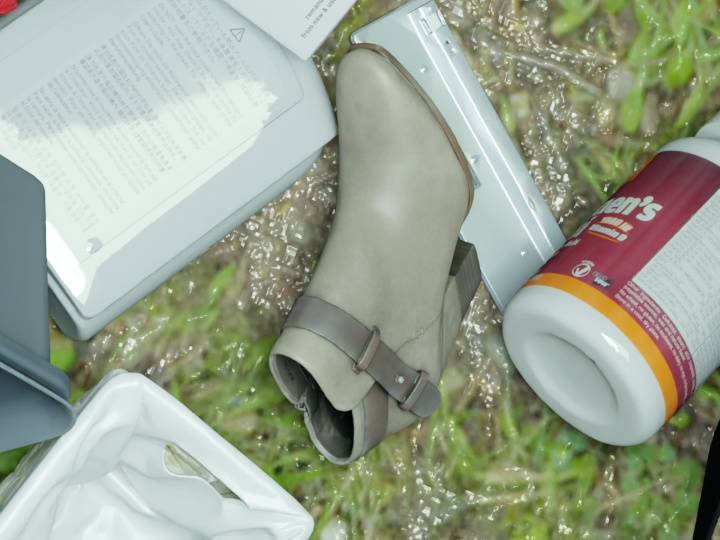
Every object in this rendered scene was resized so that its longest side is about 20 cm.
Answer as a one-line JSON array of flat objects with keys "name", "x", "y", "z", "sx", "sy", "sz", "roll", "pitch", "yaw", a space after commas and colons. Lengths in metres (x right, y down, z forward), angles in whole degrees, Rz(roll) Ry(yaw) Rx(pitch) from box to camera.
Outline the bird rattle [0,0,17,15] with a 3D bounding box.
[{"name": "bird rattle", "x": -0.270, "y": -0.166, "z": 1.342, "sx": 0.199, "sy": 0.113, "sz": 0.163, "roll": 6, "pitch": 45, "yaw": 3}]

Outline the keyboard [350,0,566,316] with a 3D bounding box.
[{"name": "keyboard", "x": 0.064, "y": -0.059, "z": 1.503, "sx": 0.056, "sy": 0.011, "sz": 0.201, "roll": -30, "pitch": 93, "yaw": -14}]

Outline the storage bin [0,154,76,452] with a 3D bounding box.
[{"name": "storage bin", "x": -0.239, "y": -0.003, "z": 1.276, "sx": 0.200, "sy": 0.145, "sz": 0.135, "roll": 36, "pitch": 46, "yaw": -48}]

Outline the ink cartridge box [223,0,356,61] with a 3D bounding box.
[{"name": "ink cartridge box", "x": -0.071, "y": -0.228, "z": 1.405, "sx": 0.200, "sy": 0.084, "sz": 0.145, "roll": 36, "pitch": 33, "yaw": -10}]

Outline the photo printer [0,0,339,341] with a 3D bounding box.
[{"name": "photo printer", "x": -0.121, "y": -0.085, "z": 1.414, "sx": 0.200, "sy": 0.069, "sz": 0.167, "roll": -38, "pitch": 94, "yaw": -18}]

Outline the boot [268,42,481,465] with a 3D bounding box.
[{"name": "boot", "x": 0.000, "y": 0.000, "z": 1.409, "sx": 0.146, "sy": 0.070, "sz": 0.200, "roll": -50, "pitch": 130, "yaw": -32}]

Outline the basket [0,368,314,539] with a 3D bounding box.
[{"name": "basket", "x": -0.142, "y": 0.168, "z": 1.350, "sx": 0.135, "sy": 0.123, "sz": 0.200, "roll": 40, "pitch": 75, "yaw": -10}]

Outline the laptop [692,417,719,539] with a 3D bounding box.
[{"name": "laptop", "x": 0.257, "y": 0.073, "z": 1.447, "sx": 0.199, "sy": 0.178, "sz": 0.104, "roll": -14, "pitch": 55, "yaw": -19}]

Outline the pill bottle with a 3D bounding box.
[{"name": "pill bottle", "x": 0.180, "y": -0.004, "z": 1.475, "sx": 0.110, "sy": 0.110, "sz": 0.200, "roll": 49, "pitch": 65, "yaw": -7}]
